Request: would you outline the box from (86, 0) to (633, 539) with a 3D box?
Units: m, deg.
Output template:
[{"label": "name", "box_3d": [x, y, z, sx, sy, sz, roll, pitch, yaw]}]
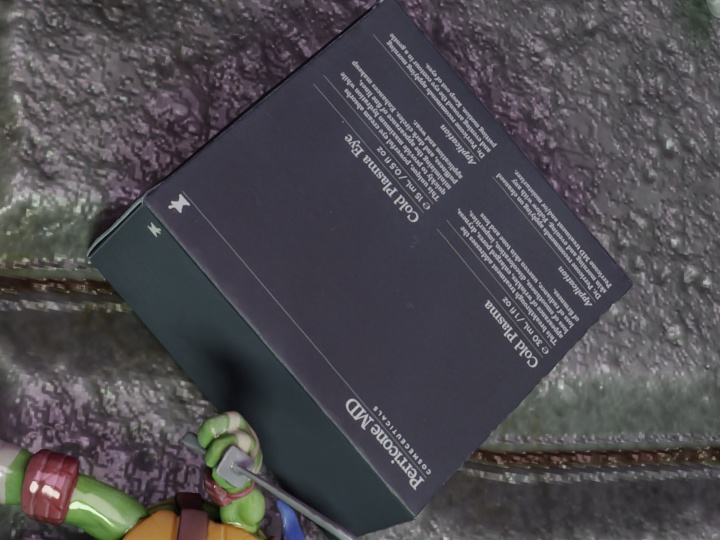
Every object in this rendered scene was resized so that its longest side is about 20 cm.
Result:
[{"label": "box", "box_3d": [0.000, 0.000, 0.847, 0.182, 0.104, 0.200, -42, 94, -29]}]

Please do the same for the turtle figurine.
[{"label": "turtle figurine", "box_3d": [-0.099, 0.132, 0.726, 0.193, 0.144, 0.200, 11, 26, -3]}]

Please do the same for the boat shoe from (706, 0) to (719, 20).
[{"label": "boat shoe", "box_3d": [0.207, -0.243, 1.038, 0.065, 0.074, 0.201, 3, 64, -19]}]
